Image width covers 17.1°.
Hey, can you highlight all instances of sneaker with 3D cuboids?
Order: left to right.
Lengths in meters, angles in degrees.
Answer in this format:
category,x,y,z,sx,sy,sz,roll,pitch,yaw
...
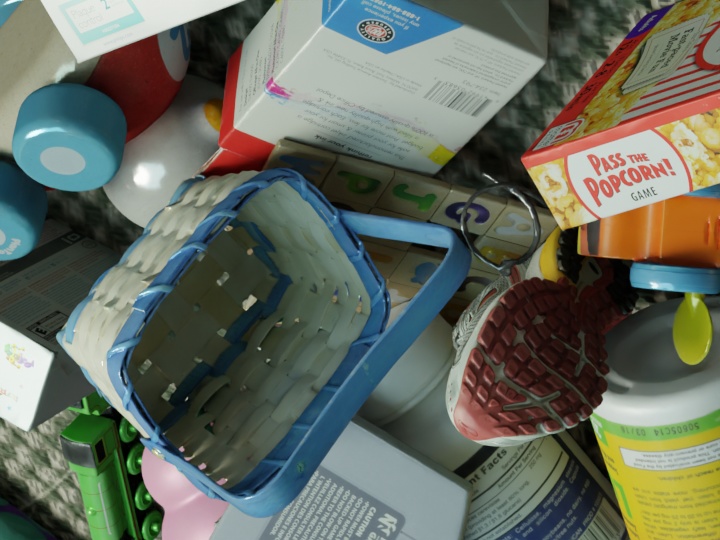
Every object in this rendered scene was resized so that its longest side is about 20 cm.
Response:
category,x,y,z,sx,sy,sz,roll,pitch,yaw
sneaker,0.088,0.045,1.280,0.082,0.200,0.078,-37,94,29

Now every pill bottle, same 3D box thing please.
category,x,y,z,sx,sy,sz,roll,pitch,yaw
pill bottle,0.069,0.117,1.408,0.111,0.111,0.200,-23,114,44
pill bottle,0.200,0.125,1.335,0.111,0.111,0.200,0,122,35

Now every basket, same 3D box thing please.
category,x,y,z,sx,sy,sz,roll,pitch,yaw
basket,-0.049,0.033,1.257,0.139,0.176,0.200,49,163,-29

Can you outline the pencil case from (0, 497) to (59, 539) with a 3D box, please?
category,x,y,z,sx,sy,sz,roll,pitch,yaw
pencil case,-0.294,0.200,1.764,0.200,0.085,0.093,38,108,5

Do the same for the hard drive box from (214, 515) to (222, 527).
category,x,y,z,sx,sy,sz,roll,pitch,yaw
hard drive box,0.008,0.197,1.439,0.200,0.077,0.156,46,171,3

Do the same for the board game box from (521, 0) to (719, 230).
category,x,y,z,sx,sy,sz,roll,pitch,yaw
board game box,0.194,-0.097,1.139,0.200,0.152,0.046,-17,112,41

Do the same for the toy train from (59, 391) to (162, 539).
category,x,y,z,sx,sy,sz,roll,pitch,yaw
toy train,-0.177,0.121,1.641,0.042,0.056,0.201,12,128,28

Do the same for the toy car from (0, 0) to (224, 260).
category,x,y,z,sx,sy,sz,roll,pitch,yaw
toy car,-0.118,-0.087,1.392,0.200,0.185,0.177,26,142,-26

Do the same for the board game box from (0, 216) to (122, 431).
category,x,y,z,sx,sy,sz,roll,pitch,yaw
board game box,-0.245,0.010,1.529,0.200,0.147,0.064,28,116,16

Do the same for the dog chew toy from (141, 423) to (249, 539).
category,x,y,z,sx,sy,sz,roll,pitch,yaw
dog chew toy,-0.072,0.175,1.568,0.124,0.124,0.200,-28,97,45

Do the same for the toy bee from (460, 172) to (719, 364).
category,x,y,z,sx,sy,sz,roll,pitch,yaw
toy bee,0.158,-0.030,1.261,0.199,0.109,0.131,25,92,-3

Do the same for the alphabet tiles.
category,x,y,z,sx,sy,sz,roll,pitch,yaw
alphabet tiles,0.000,0.000,1.385,0.167,0.008,0.200,14,145,-15

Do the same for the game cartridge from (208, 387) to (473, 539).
category,x,y,z,sx,sy,sz,roll,pitch,yaw
game cartridge,-0.027,0.181,1.342,0.133,0.042,0.200,31,95,0

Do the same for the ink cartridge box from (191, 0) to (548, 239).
category,x,y,z,sx,sy,sz,roll,pitch,yaw
ink cartridge box,0.001,-0.103,1.299,0.116,0.067,0.200,20,141,-23

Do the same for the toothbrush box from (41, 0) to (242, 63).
category,x,y,z,sx,sy,sz,roll,pitch,yaw
toothbrush box,-0.062,-0.202,1.204,0.146,0.200,0.085,-15,113,41
